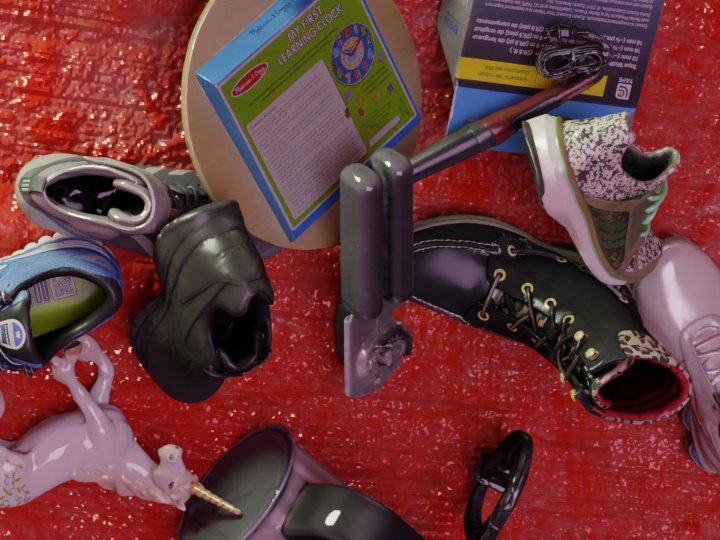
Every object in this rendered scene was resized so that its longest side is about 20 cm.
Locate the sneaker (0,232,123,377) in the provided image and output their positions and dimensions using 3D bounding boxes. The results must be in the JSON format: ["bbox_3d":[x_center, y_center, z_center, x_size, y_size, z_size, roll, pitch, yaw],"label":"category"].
[{"bbox_3d":[-0.247,0.031,1.539,0.199,0.089,0.079,-21,110,-14],"label":"sneaker"}]

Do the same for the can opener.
[{"bbox_3d":[0.000,0.000,1.602,0.053,0.067,0.201,-28,136,-30],"label":"can opener"}]

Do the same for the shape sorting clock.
[{"bbox_3d":[-0.038,-0.114,1.582,0.199,0.039,0.201,-7,101,-41],"label":"shape sorting clock"}]

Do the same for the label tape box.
[{"bbox_3d":[0.132,-0.183,1.631,0.143,0.063,0.201,6,110,-21],"label":"label tape box"}]

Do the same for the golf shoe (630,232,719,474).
[{"bbox_3d":[0.264,0.067,1.733,0.078,0.097,0.201,-28,111,-9],"label":"golf shoe"}]

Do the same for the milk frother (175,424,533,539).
[{"bbox_3d":[0.008,0.167,1.661,0.188,0.180,0.201,41,45,-25],"label":"milk frother"}]

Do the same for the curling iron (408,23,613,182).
[{"bbox_3d":[0.082,-0.103,1.598,0.200,0.026,0.050,-34,101,1],"label":"curling iron"}]

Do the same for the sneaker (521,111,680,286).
[{"bbox_3d":[0.183,-0.051,1.621,0.088,0.077,0.200,-17,152,20],"label":"sneaker"}]

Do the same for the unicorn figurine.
[{"bbox_3d":[-0.196,0.115,1.598,0.199,0.074,0.138,-15,111,1],"label":"unicorn figurine"}]

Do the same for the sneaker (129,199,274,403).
[{"bbox_3d":[-0.099,0.042,1.554,0.076,0.091,0.200,-24,154,-20],"label":"sneaker"}]

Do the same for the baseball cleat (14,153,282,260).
[{"bbox_3d":[-0.125,-0.035,1.556,0.199,0.106,0.070,5,92,-24],"label":"baseball cleat"}]

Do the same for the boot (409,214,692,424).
[{"bbox_3d":[0.123,0.033,1.636,0.203,0.154,0.074,13,113,-24],"label":"boot"}]
